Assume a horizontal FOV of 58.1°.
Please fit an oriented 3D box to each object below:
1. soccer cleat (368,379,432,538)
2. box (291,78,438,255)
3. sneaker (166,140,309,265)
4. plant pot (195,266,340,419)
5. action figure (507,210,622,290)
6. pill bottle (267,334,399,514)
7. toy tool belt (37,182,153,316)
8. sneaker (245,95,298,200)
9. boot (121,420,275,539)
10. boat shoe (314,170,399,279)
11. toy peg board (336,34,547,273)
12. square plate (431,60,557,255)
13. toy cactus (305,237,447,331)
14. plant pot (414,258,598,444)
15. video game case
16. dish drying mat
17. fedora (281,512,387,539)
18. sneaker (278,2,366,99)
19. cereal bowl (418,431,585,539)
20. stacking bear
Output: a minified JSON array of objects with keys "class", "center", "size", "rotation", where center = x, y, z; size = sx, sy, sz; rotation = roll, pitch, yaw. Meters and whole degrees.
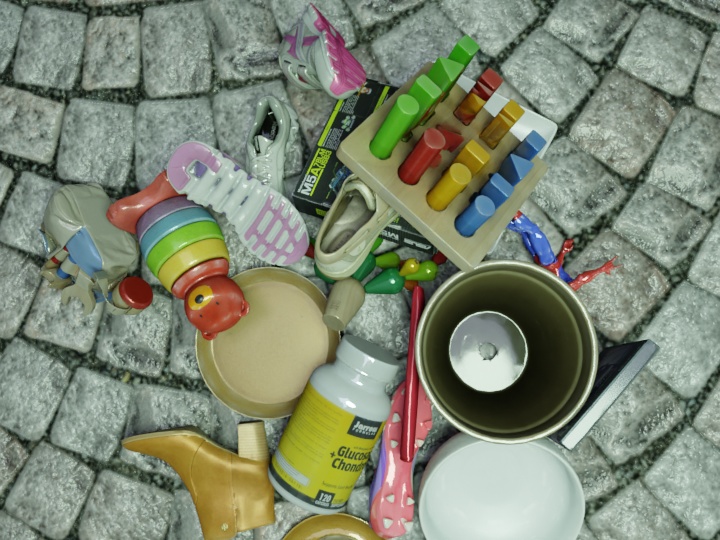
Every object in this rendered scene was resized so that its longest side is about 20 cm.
[{"class":"soccer cleat","center":[0.046,0.240,0.843],"size":[0.066,0.076,0.203],"rotation":[17,69,-20]},{"class":"box","center":[0.038,-0.140,0.825],"size":[0.191,0.048,0.202],"rotation":[17,69,15]},{"class":"sneaker","center":[-0.145,-0.089,0.817],"size":[0.200,0.089,0.081],"rotation":[40,99,-13]},{"class":"plant pot","center":[-0.124,0.097,0.880],"size":[0.197,0.027,0.203],"rotation":[0,86,3]},{"class":"action figure","center":[0.256,-0.038,0.842],"size":[0.098,0.065,0.202],"rotation":[-30,98,-5]},{"class":"pill bottle","center":[-0.029,0.189,0.812],"size":[0.111,0.112,0.202],"rotation":[26,96,5]},{"class":"toy tool belt","center":[-0.361,-0.009,0.871],"size":[0.123,0.124,0.201],"rotation":[-37,80,31]},{"class":"sneaker","center":[-0.130,-0.136,0.873],"size":[0.074,0.081,0.203],"rotation":[5,87,2]},{"class":"boot","center":[-0.211,0.277,0.846],"size":[0.198,0.071,0.146],"rotation":[-4,82,-2]},{"class":"boat shoe","center":[0.010,-0.085,0.744],"size":[0.072,0.065,0.201],"rotation":[28,74,16]},{"class":"toy peg board","center":[0.114,-0.143,0.722],"size":[0.199,0.098,0.200],"rotation":[42,58,1]},{"class":"square plate","center":[0.136,-0.153,0.885],"size":[0.196,0.028,0.202],"rotation":[29,87,6]},{"class":"toy cactus","center":[0.000,0.000,0.827],"size":[0.197,0.103,0.166],"rotation":[18,52,12]},{"class":"plant pot","center":[0.165,0.097,0.787],"size":[0.197,0.174,0.203],"rotation":[-1,83,5]},{"class":"video game case","center":[0.271,0.145,0.765],"size":[0.019,0.200,0.143],"rotation":[41,88,11]},{"class":"dish drying mat","center":[0.064,0.125,0.787],"size":[0.018,0.077,0.203],"rotation":[4,80,7]},{"class":"fedora","center":[-0.038,0.417,0.819],"size":[0.197,0.082,0.204],"rotation":[0,85,4]},{"class":"sneaker","center":[-0.057,-0.270,0.854],"size":[0.088,0.201,0.081],"rotation":[-40,127,16]},{"class":"cereal bowl","center":[0.168,0.274,0.805],"size":[0.197,0.083,0.203],"rotation":[0,108,1]},{"class":"stacking bear","center":[-0.218,-0.011,0.839],"size":[0.121,0.114,0.201],"rotation":[-32,76,0]}]
